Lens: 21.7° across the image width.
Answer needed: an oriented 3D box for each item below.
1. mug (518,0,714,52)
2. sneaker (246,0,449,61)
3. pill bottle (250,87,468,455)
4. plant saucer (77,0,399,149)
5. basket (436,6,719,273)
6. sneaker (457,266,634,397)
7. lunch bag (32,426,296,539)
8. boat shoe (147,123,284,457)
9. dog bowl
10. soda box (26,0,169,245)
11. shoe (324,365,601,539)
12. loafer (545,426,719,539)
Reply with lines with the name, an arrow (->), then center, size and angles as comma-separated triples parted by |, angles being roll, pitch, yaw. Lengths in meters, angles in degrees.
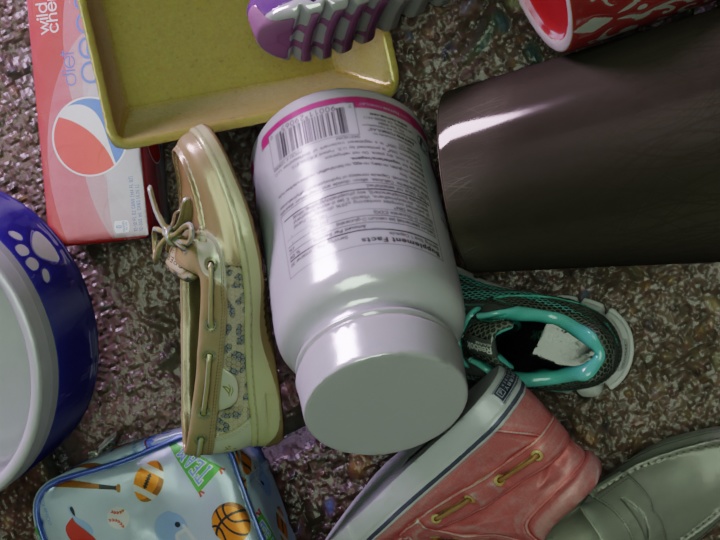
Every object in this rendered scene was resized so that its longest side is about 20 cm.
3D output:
mug -> 0.180, -0.222, 1.108 | 0.199, 0.178, 0.134 | -23, 124, -9
sneaker -> 0.012, -0.197, 1.147 | 0.199, 0.080, 0.089 | -26, 82, -21
pill bottle -> 0.000, 0.000, 1.106 | 0.112, 0.114, 0.201 | -16, 50, 8
plant saucer -> -0.090, -0.185, 1.162 | 0.199, 0.048, 0.202 | -13, 90, -25
basket -> 0.155, -0.067, 1.124 | 0.198, 0.181, 0.137 | -9, 50, 16
sneaker -> 0.071, 0.036, 1.161 | 0.198, 0.091, 0.078 | 5, 92, 7
lunch bag -> -0.120, 0.197, 1.201 | 0.159, 0.076, 0.202 | -20, 90, 10
boat shoe -> -0.091, 0.015, 1.119 | 0.062, 0.073, 0.202 | -12, 102, -11
dog bowl -> -0.268, 0.046, 1.181 | 0.198, 0.079, 0.202 | 6, 108, 20
soda box -> -0.169, -0.118, 1.201 | 0.069, 0.063, 0.202 | -6, 92, 8
shoe -> 0.058, 0.147, 1.150 | 0.091, 0.072, 0.200 | 42, 127, -3
loafer -> 0.159, 0.162, 1.163 | 0.199, 0.070, 0.070 | -34, 89, 9
